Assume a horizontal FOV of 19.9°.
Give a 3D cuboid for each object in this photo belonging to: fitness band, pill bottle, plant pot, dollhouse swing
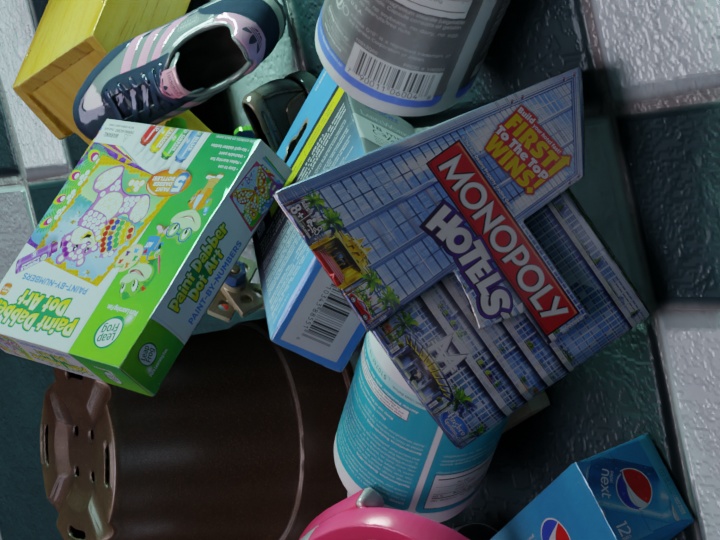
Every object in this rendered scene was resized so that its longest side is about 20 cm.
[{"bbox_3d":[0.025,0.222,1.433,0.143,0.038,0.200,41,144,-8],"label":"fitness band"},{"bbox_3d":[0.048,-0.202,1.291,0.114,0.113,0.201,57,146,26],"label":"pill bottle"},{"bbox_3d":[-0.128,0.131,1.570,0.200,0.197,0.202,4,95,60],"label":"plant pot"},{"bbox_3d":[0.043,0.100,1.415,0.111,0.110,0.201,53,145,31],"label":"pill bottle"},{"bbox_3d":[-0.175,-0.178,1.761,0.200,0.175,0.183,-18,48,61],"label":"dollhouse swing"}]

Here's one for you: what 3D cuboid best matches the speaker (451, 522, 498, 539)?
[{"bbox_3d":[0.029,0.248,1.548,0.199,0.081,0.082,-26,82,47],"label":"speaker"}]

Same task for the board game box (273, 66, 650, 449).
[{"bbox_3d":[0.084,-0.024,1.273,0.201,0.199,0.062,54,-174,1],"label":"board game box"}]

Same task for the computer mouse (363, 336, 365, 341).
[{"bbox_3d":[0.000,0.000,1.515,0.201,0.034,0.059,65,151,15],"label":"computer mouse"}]

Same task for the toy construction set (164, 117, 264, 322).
[{"bbox_3d":[-0.124,-0.048,1.666,0.092,0.130,0.201,-111,19,-44],"label":"toy construction set"}]

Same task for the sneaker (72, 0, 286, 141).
[{"bbox_3d":[-0.152,-0.151,1.588,0.199,0.082,0.070,-30,106,24],"label":"sneaker"}]

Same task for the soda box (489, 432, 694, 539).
[{"bbox_3d":[0.141,0.187,1.384,0.068,0.064,0.200,62,149,17],"label":"soda box"}]

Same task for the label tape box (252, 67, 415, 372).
[{"bbox_3d":[-0.016,-0.044,1.458,0.145,0.063,0.200,-59,20,21],"label":"label tape box"}]

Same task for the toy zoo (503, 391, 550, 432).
[{"bbox_3d":[0.060,0.026,1.481,0.131,0.020,0.201,-41,69,58],"label":"toy zoo"}]

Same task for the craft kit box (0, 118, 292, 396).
[{"bbox_3d":[-0.170,-0.015,1.512,0.199,0.198,0.048,10,156,48],"label":"craft kit box"}]

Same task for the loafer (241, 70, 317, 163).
[{"bbox_3d":[-0.050,-0.050,1.585,0.072,0.063,0.202,10,114,57],"label":"loafer"}]
